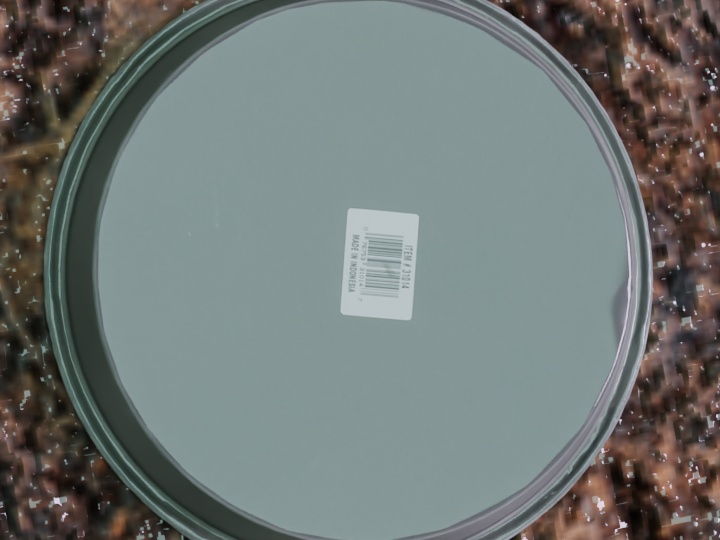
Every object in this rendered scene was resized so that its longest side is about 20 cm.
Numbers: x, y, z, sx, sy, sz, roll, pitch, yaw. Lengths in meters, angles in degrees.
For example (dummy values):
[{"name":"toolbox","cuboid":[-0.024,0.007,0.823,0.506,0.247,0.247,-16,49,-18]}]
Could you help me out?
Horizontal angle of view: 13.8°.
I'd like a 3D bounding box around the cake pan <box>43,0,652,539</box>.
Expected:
[{"name":"cake pan","cuboid":[0.000,0.000,0.946,0.200,0.037,0.201,1,87,-9]}]
